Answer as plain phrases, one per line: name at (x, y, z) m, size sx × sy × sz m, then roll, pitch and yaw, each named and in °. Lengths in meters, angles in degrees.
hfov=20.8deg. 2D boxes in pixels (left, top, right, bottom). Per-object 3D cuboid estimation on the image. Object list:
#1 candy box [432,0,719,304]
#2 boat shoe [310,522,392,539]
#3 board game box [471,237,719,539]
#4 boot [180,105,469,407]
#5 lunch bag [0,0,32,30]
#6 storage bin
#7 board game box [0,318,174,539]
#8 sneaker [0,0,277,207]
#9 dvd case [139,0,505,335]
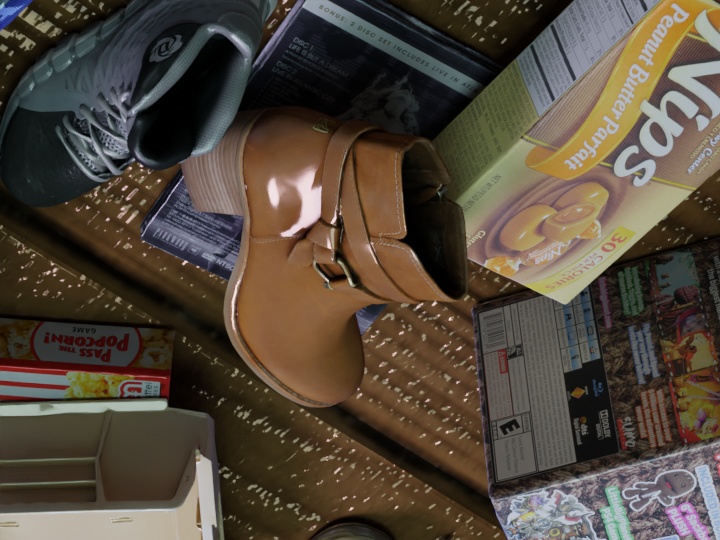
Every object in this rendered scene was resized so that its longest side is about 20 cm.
candy box at (0.130, -0.077, 1.033) m, size 0.115 × 0.055 × 0.200 m, roll 23°, pitch 124°, yaw -36°
boat shoe at (-0.047, 0.249, 1.301) m, size 0.072 × 0.068 × 0.200 m, roll 28°, pitch 124°, yaw -22°
board game box at (0.175, 0.079, 1.110) m, size 0.199 × 0.160 × 0.097 m, roll -16°, pitch 129°, yaw 12°
boot at (0.000, 0.000, 1.039) m, size 0.155 × 0.077 × 0.200 m, roll 7°, pitch 126°, yaw 39°
lunch bag at (-0.207, -0.188, 0.872) m, size 0.200 × 0.124 × 0.170 m, roll -43°, pitch 118°, yaw 0°
storage bin at (-0.182, 0.181, 1.167) m, size 0.198 × 0.094 × 0.200 m, roll -1°, pitch 129°, yaw 0°
board game box at (-0.217, 0.098, 1.189) m, size 0.199 × 0.046 × 0.152 m, roll 4°, pitch 129°, yaw -4°
sneaker at (-0.124, -0.078, 1.004) m, size 0.075 × 0.116 × 0.200 m, roll 35°, pitch 120°, yaw -26°
dvd case at (-0.011, -0.058, 1.087) m, size 0.148 × 0.016 × 0.200 m, roll 26°, pitch 124°, yaw -20°
